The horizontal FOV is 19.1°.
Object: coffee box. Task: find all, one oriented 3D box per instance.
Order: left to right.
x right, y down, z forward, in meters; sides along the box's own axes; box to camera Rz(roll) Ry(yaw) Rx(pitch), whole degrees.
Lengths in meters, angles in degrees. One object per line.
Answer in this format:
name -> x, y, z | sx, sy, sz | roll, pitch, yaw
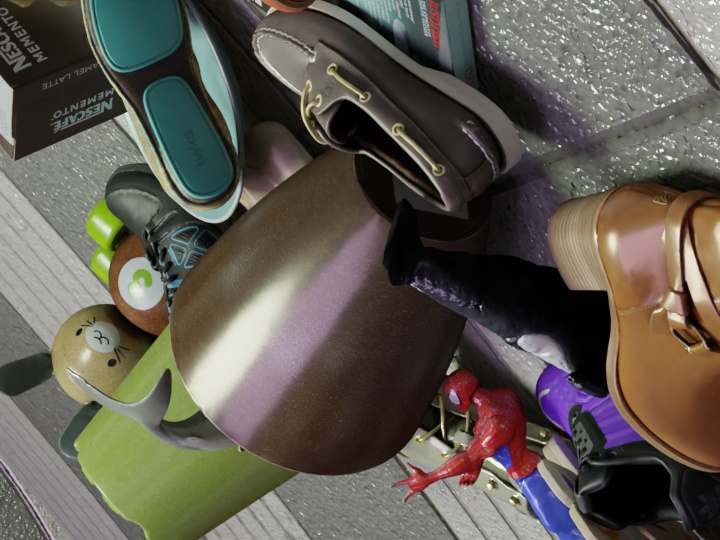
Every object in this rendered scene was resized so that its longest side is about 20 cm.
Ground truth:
coffee box -> -0.254, -0.187, 1.535 | 0.200, 0.114, 0.080 | 50, 151, 26

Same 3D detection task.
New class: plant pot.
plant pot -> -0.120, 0.121, 1.704 | 0.200, 0.190, 0.200 | 47, -177, -3
plant pot -> 0.000, 0.000, 1.357 | 0.187, 0.187, 0.200 | 44, 137, 8

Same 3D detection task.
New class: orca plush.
orca plush -> 0.111, 0.005, 1.242 | 0.200, 0.071, 0.105 | 30, -159, -11

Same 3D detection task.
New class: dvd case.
dvd case -> -0.012, -0.171, 1.263 | 0.200, 0.022, 0.146 | 37, 158, 29

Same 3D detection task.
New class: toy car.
toy car -> -0.217, 0.062, 1.863 | 0.164, 0.200, 0.158 | 42, 160, 14

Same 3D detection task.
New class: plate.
plate -> -0.125, -0.131, 1.507 | 0.200, 0.026, 0.200 | 44, 146, 41

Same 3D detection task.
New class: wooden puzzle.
wooden puzzle -> -0.042, -0.026, 1.573 | 0.185, 0.046, 0.200 | 50, 156, -10

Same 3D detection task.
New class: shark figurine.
shark figurine -> -0.102, 0.085, 1.481 | 0.089, 0.214, 0.128 | 22, 123, 39

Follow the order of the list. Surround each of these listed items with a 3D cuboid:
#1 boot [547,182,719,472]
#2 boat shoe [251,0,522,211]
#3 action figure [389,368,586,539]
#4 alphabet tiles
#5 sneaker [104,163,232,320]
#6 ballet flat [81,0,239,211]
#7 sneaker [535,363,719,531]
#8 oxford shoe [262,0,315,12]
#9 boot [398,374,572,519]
boot -> 0.196, 0.039, 1.161 | 0.200, 0.074, 0.155 | 52, 156, -21
boat shoe -> 0.002, -0.098, 1.252 | 0.200, 0.060, 0.072 | 33, 157, 31
action figure -> 0.098, 0.154, 1.423 | 0.200, 0.099, 0.065 | 55, -160, -17
alphabet tiles -> 0.190, 0.188, 1.361 | 0.196, 0.015, 0.200 | 27, -159, -47
sneaker -> -0.126, -0.008, 1.581 | 0.200, 0.082, 0.073 | 35, 154, 25
ballet flat -> -0.138, -0.132, 1.432 | 0.200, 0.071, 0.071 | 67, 159, -1
sneaker -> 0.159, 0.109, 1.320 | 0.200, 0.100, 0.070 | 17, 142, 54
oxford shoe -> -0.061, -0.233, 1.157 | 0.073, 0.071, 0.200 | -7, 119, 43
boot -> 0.064, 0.112, 1.500 | 0.155, 0.072, 0.200 | 27, 180, 42
